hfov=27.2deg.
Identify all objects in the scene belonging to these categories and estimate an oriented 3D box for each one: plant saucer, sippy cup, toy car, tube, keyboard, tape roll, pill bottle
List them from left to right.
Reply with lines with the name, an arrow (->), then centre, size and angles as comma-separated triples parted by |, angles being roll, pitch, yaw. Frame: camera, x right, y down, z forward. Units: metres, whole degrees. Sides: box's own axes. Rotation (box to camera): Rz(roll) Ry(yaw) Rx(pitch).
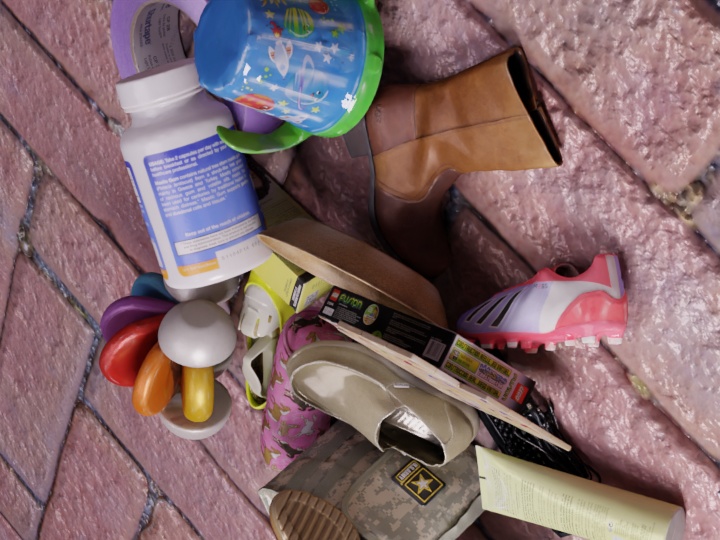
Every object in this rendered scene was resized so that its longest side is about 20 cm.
toy car -> -0.211, 0.076, 1.623 | 0.149, 0.201, 0.176 | 3, 133, -5
pill bottle -> -0.162, -0.094, 1.408 | 0.112, 0.112, 0.201 | 0, 111, 48
tape roll -> -0.160, -0.211, 1.471 | 0.199, 0.065, 0.201 | 29, 134, 34
sippy cup -> -0.069, -0.191, 1.290 | 0.139, 0.130, 0.179 | 6, 89, 53
plant saucer -> 0.000, 0.000, 1.361 | 0.199, 0.036, 0.200 | 28, 175, 3
keyboard -> 0.154, 0.165, 1.402 | 0.201, 0.040, 0.104 | 56, 144, 1
tube -> 0.194, 0.212, 1.353 | 0.199, 0.052, 0.058 | 11, 85, 31

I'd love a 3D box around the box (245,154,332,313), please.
box -> -0.104, -0.050, 1.514 | 0.200, 0.075, 0.050 | 43, 140, 18

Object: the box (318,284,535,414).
box -> 0.057, 0.071, 1.366 | 0.110, 0.035, 0.200 | 31, 173, -36

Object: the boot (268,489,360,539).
boot -> -0.044, 0.301, 1.421 | 0.200, 0.072, 0.166 | 47, 145, -8

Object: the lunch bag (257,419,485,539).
lunch bag -> 0.026, 0.229, 1.484 | 0.199, 0.164, 0.118 | 8, 126, 44

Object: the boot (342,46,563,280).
boot -> 0.095, -0.087, 1.296 | 0.199, 0.068, 0.190 | -9, 104, 41

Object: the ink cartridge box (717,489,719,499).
ink cartridge box -> 0.376, 0.255, 1.209 | 0.094, 0.044, 0.201 | -15, 104, 53

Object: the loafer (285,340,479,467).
loafer -> 0.017, 0.130, 1.439 | 0.199, 0.068, 0.076 | 19, 127, 7

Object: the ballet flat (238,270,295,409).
ballet flat -> -0.101, 0.068, 1.597 | 0.067, 0.067, 0.201 | 28, 133, 32

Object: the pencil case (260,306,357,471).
pencil case -> -0.058, 0.130, 1.572 | 0.201, 0.086, 0.083 | 105, 159, -45

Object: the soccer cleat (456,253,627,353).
soccer cleat -> 0.157, 0.031, 1.298 | 0.200, 0.066, 0.077 | -8, 78, 56

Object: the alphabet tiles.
alphabet tiles -> 0.073, 0.097, 1.307 | 0.167, 0.008, 0.200 | 22, 173, 47
